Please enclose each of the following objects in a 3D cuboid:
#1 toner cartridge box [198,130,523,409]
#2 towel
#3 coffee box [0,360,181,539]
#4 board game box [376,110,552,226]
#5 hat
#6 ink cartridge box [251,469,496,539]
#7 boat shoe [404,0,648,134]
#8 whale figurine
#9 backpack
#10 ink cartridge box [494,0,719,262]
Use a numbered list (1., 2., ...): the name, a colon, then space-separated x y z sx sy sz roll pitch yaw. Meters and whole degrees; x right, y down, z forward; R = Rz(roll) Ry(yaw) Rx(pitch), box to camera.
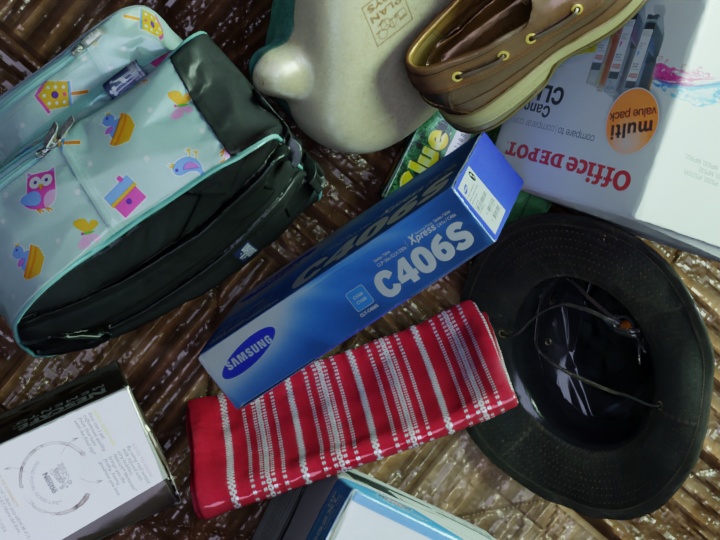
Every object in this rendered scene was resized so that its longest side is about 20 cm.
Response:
1. toner cartridge box: 0.000 0.000 1.257 0.200 0.095 0.043 -34 100 25
2. towel: -0.010 0.081 1.266 0.199 0.145 0.023 -20 111 3
3. coffee box: -0.216 0.136 1.266 0.199 0.113 0.080 -24 98 -6
4. board game box: 0.100 -0.113 1.344 0.104 0.023 0.201 27 89 -14
5. hat: 0.151 0.051 1.332 0.200 0.081 0.202 13 115 31
6. ink cartridge box: 0.023 0.181 1.266 0.145 0.200 0.084 26 88 -10
7. boat shoe: 0.108 -0.164 1.211 0.200 0.072 0.067 -43 139 13
8. whale figurine: -0.013 -0.165 1.252 0.159 0.104 0.200 -40 139 -14
9. backpack: -0.142 -0.046 1.233 0.200 0.176 0.153 -42 79 0
10. ink cartridge box: 0.196 -0.117 1.276 0.144 0.145 0.201 17 92 -38
